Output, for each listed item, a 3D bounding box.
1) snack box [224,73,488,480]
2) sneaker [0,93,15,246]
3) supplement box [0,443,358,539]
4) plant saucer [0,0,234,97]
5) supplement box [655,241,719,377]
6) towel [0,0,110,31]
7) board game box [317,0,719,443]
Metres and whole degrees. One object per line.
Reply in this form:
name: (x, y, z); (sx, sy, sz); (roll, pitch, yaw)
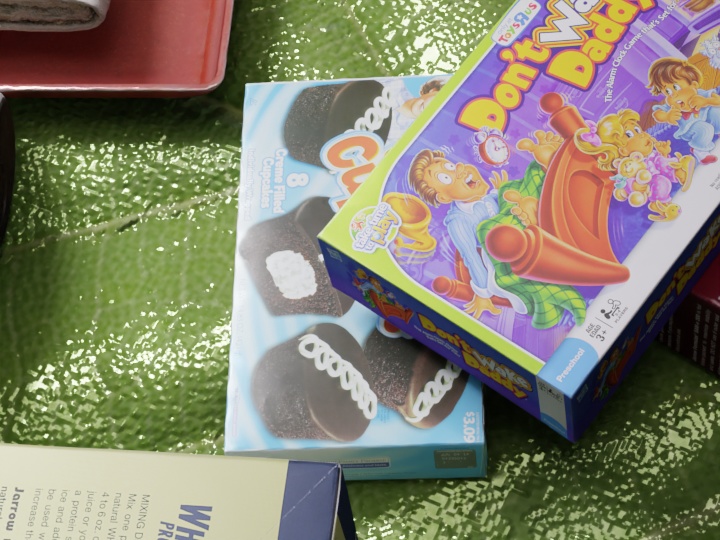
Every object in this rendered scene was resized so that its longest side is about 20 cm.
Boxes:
snack box: (0.000, 0.000, 0.888); (0.115, 0.037, 0.202); (-2, 58, 5)
sneaker: (-0.218, -0.013, 0.885); (0.084, 0.073, 0.201); (7, 47, 6)
supplement box: (-0.106, 0.185, 0.729); (0.198, 0.135, 0.202); (2, 59, 8)
plant saucer: (-0.157, -0.166, 1.008); (0.198, 0.037, 0.201); (0, 59, 7)
supplement box: (0.167, -0.019, 0.867); (0.199, 0.061, 0.109); (30, 66, 23)
towel: (-0.217, -0.185, 0.986); (0.198, 0.035, 0.134); (2, 59, 8)
board game box: (0.095, -0.044, 0.830); (0.134, 0.045, 0.200); (31, 70, 23)
